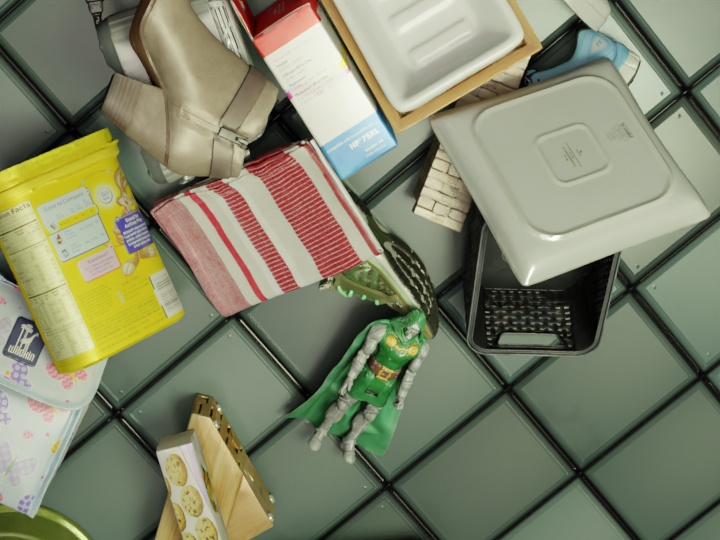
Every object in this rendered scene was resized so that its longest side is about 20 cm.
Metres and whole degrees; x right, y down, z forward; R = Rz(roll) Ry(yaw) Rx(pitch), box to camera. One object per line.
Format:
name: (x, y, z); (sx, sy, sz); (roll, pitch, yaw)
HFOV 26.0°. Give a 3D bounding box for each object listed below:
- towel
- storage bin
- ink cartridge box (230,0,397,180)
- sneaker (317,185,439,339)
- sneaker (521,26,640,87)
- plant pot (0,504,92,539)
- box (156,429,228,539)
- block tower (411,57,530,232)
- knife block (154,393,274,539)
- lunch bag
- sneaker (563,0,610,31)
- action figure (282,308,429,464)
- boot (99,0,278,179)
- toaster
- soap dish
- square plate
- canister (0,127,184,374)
towel: (-0.094, -0.038, 1.536); (0.199, 0.023, 0.145); (-21, 116, 29)
storage bin: (0.174, -0.016, 1.516); (0.134, 0.094, 0.201); (1, 138, -2)
ink cartridge box: (-0.046, -0.198, 1.491); (0.067, 0.116, 0.201); (-31, 108, 7)
sneaker: (0.000, 0.000, 1.583); (0.088, 0.077, 0.200); (-38, 99, 27)
sneaker: (0.184, -0.156, 1.548); (0.090, 0.078, 0.200); (42, 95, 5)
plant pot: (-0.365, 0.368, 1.596); (0.198, 0.190, 0.202); (-1, 105, -2)
box: (-0.160, 0.262, 1.586); (0.041, 0.039, 0.202); (-13, 104, 3)
block tower: (0.110, -0.144, 1.547); (0.054, 0.058, 0.201); (20, 101, -7)
knife block: (-0.186, 0.255, 1.636); (0.175, 0.064, 0.201); (-27, 104, 5)
lunch bag: (-0.357, 0.117, 1.567); (0.169, 0.127, 0.201); (27, 90, -9)
sneaker: (0.202, -0.336, 1.491); (0.115, 0.074, 0.200); (-38, 101, 11)
action figure: (0.013, 0.111, 1.579); (0.117, 0.055, 0.201); (19, 125, -17)
boot: (-0.143, -0.187, 1.419); (0.145, 0.070, 0.201); (21, 97, -15)
toaster: (-0.169, -0.190, 1.500); (0.128, 0.114, 0.201); (-20, 102, 0)
soap dish: (0.058, -0.246, 1.473); (0.157, 0.081, 0.201); (-30, 76, 5)
square plate: (0.191, -0.101, 1.427); (0.197, 0.029, 0.201); (-20, 62, -14)
canister: (-0.271, -0.018, 1.517); (0.148, 0.086, 0.201); (-28, 98, -34)
